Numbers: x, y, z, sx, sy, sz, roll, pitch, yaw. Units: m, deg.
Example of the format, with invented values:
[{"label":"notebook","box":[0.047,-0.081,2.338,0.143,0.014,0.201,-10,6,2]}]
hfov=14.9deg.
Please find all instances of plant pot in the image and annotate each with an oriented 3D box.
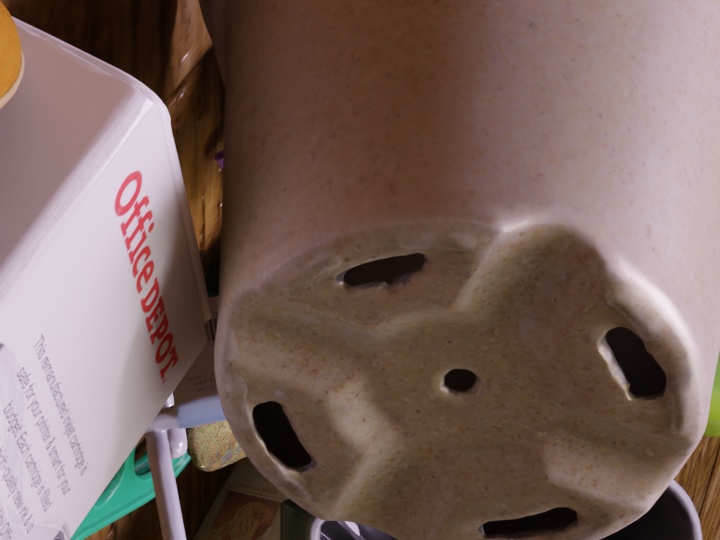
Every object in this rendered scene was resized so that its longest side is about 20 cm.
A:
[{"label":"plant pot","box":[0.036,-0.028,0.787,0.184,0.199,0.201,-80,-178,-46]}]

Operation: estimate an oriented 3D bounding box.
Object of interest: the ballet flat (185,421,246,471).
[{"label":"ballet flat","box":[0.000,0.000,1.029,0.071,0.070,0.200,100,17,-49]}]

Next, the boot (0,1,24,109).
[{"label":"boot","box":[-0.107,-0.099,0.558,0.201,0.071,0.145,-12,131,-64]}]

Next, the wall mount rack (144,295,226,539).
[{"label":"wall mount rack","box":[-0.006,0.061,0.885,0.174,0.199,0.075,-105,-178,-59]}]

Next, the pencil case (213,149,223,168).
[{"label":"pencil case","box":[0.030,-0.092,0.991,0.085,0.084,0.200,-27,-166,48]}]

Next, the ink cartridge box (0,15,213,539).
[{"label":"ink cartridge box","box":[-0.130,0.045,0.704,0.201,0.084,0.146,-56,164,-21]}]

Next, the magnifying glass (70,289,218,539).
[{"label":"magnifying glass","box":[-0.099,0.077,0.979,0.200,0.022,0.080,-50,160,-42]}]

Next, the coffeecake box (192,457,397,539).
[{"label":"coffeecake box","box":[0.039,0.084,1.170,0.201,0.153,0.073,-61,-152,-5]}]

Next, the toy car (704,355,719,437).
[{"label":"toy car","box":[0.147,-0.041,1.053,0.150,0.174,0.201,115,-15,-69]}]

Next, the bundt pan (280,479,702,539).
[{"label":"bundt pan","box":[0.038,0.142,1.095,0.203,0.201,0.076,-60,-152,-5]}]
